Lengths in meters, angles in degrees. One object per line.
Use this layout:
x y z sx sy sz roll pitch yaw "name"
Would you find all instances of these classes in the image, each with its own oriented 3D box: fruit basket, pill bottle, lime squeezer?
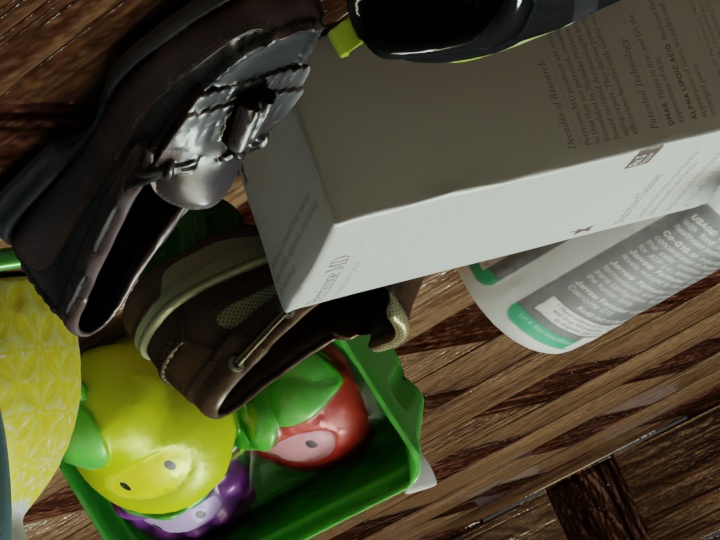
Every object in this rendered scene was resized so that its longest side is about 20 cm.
-0.084 0.092 1.206 0.215 0.156 0.216 -32 -176 3 "fruit basket"
0.146 -0.048 1.079 0.200 0.113 0.113 -31 166 34 "pill bottle"
-0.095 -0.015 0.971 0.070 0.038 0.200 5 -175 30 "lime squeezer"

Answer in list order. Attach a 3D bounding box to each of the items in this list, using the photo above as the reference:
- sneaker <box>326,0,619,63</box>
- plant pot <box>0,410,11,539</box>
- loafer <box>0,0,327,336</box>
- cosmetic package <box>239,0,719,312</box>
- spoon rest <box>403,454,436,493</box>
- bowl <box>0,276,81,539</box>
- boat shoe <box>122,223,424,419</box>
0.074 -0.114 0.709 0.200 0.072 0.083 -32 179 33 "sneaker"
-0.230 0.094 0.742 0.196 0.200 0.196 -12 163 -47 "plant pot"
-0.067 -0.040 0.811 0.072 0.063 0.200 -14 165 -41 "loafer"
0.057 -0.057 0.904 0.200 0.081 0.113 -16 165 -15 "cosmetic package"
-0.024 0.178 1.923 0.200 0.061 0.099 -17 175 40 "spoon rest"
-0.208 0.094 1.014 0.200 0.108 0.200 -23 168 -5 "bowl"
-0.001 0.003 0.967 0.202 0.075 0.075 -29 157 -19 "boat shoe"
